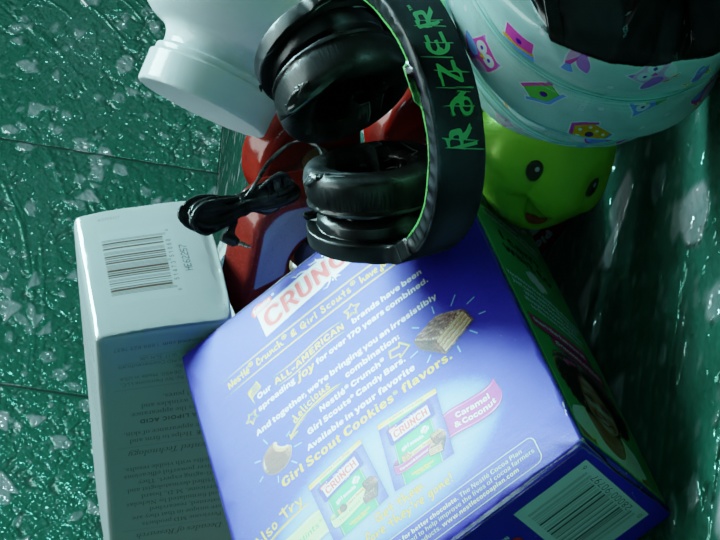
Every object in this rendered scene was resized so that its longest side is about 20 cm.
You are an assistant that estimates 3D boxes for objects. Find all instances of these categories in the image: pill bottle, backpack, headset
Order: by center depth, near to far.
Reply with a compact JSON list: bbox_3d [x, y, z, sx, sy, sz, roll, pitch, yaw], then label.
[{"bbox_3d":[0.098,-0.154,0.790,0.127,0.165,0.202,107,157,-70],"label":"backpack"},{"bbox_3d":[-0.015,-0.055,0.846,0.200,0.093,0.124,-29,77,66],"label":"headset"},{"bbox_3d":[-0.038,-0.171,0.960,0.201,0.110,0.111,-65,8,-4],"label":"pill bottle"}]

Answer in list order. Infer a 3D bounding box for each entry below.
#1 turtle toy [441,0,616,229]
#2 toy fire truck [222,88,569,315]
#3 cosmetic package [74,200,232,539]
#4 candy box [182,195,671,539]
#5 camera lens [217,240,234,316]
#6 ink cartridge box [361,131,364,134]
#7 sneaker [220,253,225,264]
[{"bbox_3d":[0.083,-0.117,0.903,0.101,0.145,0.202,-9,72,58],"label":"turtle toy"},{"bbox_3d":[0.015,-0.006,1.030,0.112,0.199,0.169,42,134,38],"label":"toy fire truck"},{"bbox_3d":[-0.106,0.075,1.021,0.102,0.073,0.201,-108,14,-48],"label":"cosmetic package"},{"bbox_3d":[0.021,0.071,0.862,0.169,0.077,0.201,-38,41,14],"label":"candy box"},{"bbox_3d":[-0.026,0.050,1.305,0.201,0.159,0.161,-91,13,-47],"label":"camera lens"},{"bbox_3d":[0.024,-0.116,1.186,0.050,0.200,0.163,-43,22,17],"label":"ink cartridge box"},{"bbox_3d":[0.000,0.000,1.133,0.077,0.199,0.087,20,93,47],"label":"sneaker"}]
